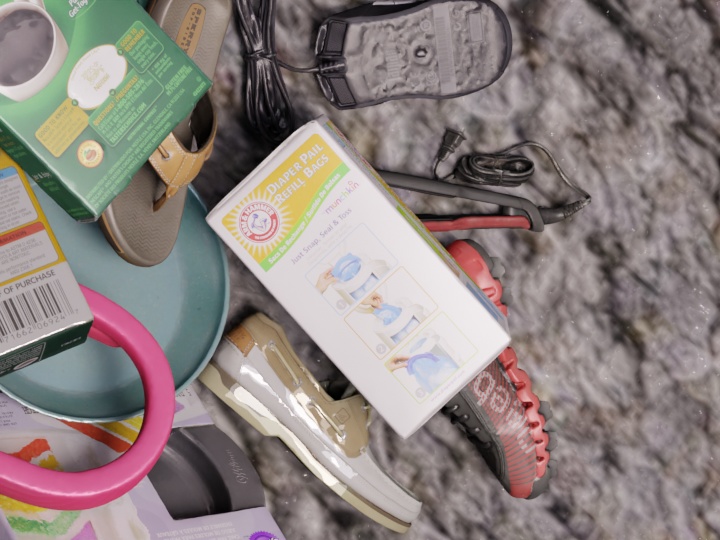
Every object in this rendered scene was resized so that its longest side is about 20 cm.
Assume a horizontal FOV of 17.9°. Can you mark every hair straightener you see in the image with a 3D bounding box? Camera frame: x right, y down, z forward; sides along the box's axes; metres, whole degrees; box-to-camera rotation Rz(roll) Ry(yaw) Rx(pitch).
[{"bbox_3d":[0.081,-0.065,1.666,0.199,0.041,0.078,1,97,-24],"label":"hair straightener"}]

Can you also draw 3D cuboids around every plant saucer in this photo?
[{"bbox_3d":[-0.187,0.007,1.536,0.199,0.036,0.201,6,73,-21],"label":"plant saucer"}]

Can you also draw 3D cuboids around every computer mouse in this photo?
[{"bbox_3d":[0.003,-0.179,1.617,0.199,0.046,0.141,-15,107,-9],"label":"computer mouse"}]

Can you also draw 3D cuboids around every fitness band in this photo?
[{"bbox_3d":[-0.214,0.070,1.450,0.199,0.037,0.144,23,61,-6],"label":"fitness band"}]

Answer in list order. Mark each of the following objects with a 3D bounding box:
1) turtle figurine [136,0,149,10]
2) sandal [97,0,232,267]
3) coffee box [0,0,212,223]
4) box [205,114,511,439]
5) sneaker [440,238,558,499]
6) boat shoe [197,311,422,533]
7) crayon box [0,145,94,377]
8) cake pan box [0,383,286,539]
[{"bbox_3d":[-0.214,-0.187,1.494,0.199,0.101,0.151,-9,105,-30],"label":"turtle figurine"},{"bbox_3d":[-0.120,-0.099,1.504,0.081,0.054,0.201,18,92,-47],"label":"sandal"},{"bbox_3d":[-0.200,-0.142,1.414,0.200,0.044,0.123,45,70,-18],"label":"coffee box"},{"bbox_3d":[0.000,0.000,1.561,0.101,0.113,0.200,-42,94,6],"label":"box"},{"bbox_3d":[0.077,0.083,1.670,0.097,0.071,0.202,-25,104,-19],"label":"sneaker"},{"bbox_3d":[-0.023,0.110,1.627,0.200,0.075,0.069,41,86,-22],"label":"boat shoe"},{"bbox_3d":[-0.265,-0.026,1.425,0.125,0.052,0.201,-22,77,-21],"label":"crayon box"},{"bbox_3d":[-0.160,0.153,1.500,0.199,0.185,0.052,-3,135,-35],"label":"cake pan box"}]
